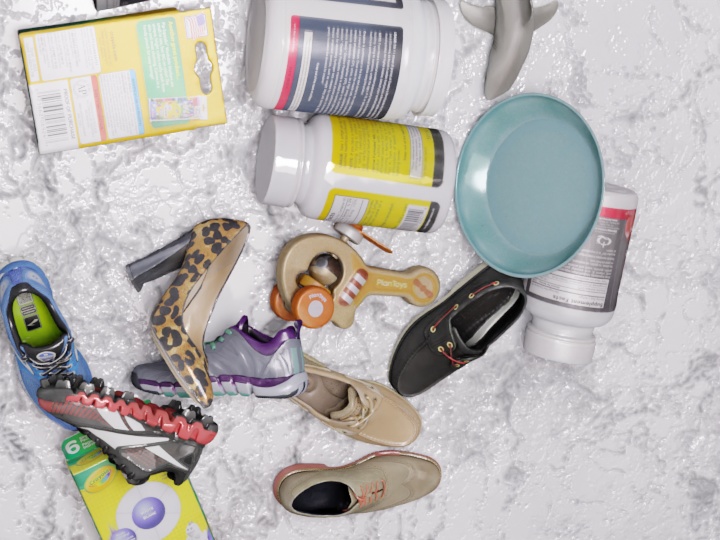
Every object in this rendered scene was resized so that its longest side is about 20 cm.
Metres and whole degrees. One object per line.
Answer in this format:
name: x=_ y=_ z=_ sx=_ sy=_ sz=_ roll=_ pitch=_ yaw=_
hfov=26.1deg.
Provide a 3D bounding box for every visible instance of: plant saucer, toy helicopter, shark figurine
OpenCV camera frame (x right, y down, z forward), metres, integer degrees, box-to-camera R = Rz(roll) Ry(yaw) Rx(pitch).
plant saucer: x=0.191 y=-0.093 z=1.703 sx=0.036 sy=0.199 sz=0.202 roll=0 pitch=106 yaw=-50
toy helicopter: x=0.000 y=0.000 z=1.732 sx=0.198 sy=0.079 sz=0.134 roll=6 pitch=93 yaw=-26
shark figurine: x=0.152 y=-0.304 z=1.678 sx=0.128 sy=0.089 sz=0.215 roll=-31 pitch=110 yaw=-6

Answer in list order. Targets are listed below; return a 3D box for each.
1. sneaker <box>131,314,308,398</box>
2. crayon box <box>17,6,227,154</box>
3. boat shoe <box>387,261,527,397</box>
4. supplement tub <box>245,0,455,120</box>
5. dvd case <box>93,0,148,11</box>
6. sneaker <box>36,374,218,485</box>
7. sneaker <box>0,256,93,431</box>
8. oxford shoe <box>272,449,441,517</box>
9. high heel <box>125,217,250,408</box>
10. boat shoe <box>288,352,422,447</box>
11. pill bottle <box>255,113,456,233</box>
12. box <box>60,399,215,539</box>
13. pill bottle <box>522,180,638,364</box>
sneaker: x=-0.153 y=0.091 z=1.690 sx=0.198 sy=0.074 sz=0.088 roll=0 pitch=95 yaw=11
crayon box: x=-0.248 y=-0.201 z=1.622 sx=0.198 sy=0.052 sz=0.127 roll=-10 pitch=105 yaw=-11
boat shoe: x=0.107 y=0.073 z=1.755 sx=0.074 sy=0.063 sz=0.201 roll=37 pitch=107 yaw=-26
supplement tub: x=-0.013 y=-0.232 z=1.624 sx=0.198 sy=0.140 sz=0.142 roll=4 pitch=102 yaw=-14
dvd case: x=-0.171 y=-0.306 z=1.564 sx=0.198 sy=0.150 sz=0.025 roll=-14 pitch=90 yaw=-10
sneaker: x=-0.251 y=0.172 z=1.631 sx=0.199 sy=0.071 sz=0.099 roll=20 pitch=90 yaw=-24
sneaker: x=-0.337 y=0.089 z=1.648 sx=0.078 sy=0.089 sz=0.201 roll=-23 pitch=114 yaw=-7
oxford shoe: x=0.003 y=0.255 z=1.780 sx=0.198 sy=0.075 sz=0.071 roll=-8 pitch=104 yaw=-12
high heel: x=-0.154 y=0.038 z=1.643 sx=0.142 sy=0.201 sz=0.072 roll=-27 pitch=152 yaw=-2
boat shoe: x=-0.015 y=0.154 z=1.757 sx=0.199 sy=0.065 sz=0.072 roll=24 pitch=97 yaw=-18
pill bottle: x=-0.006 y=-0.107 z=1.671 sx=0.198 sy=0.114 sz=0.115 roll=7 pitch=102 yaw=-15
box: x=-0.244 y=0.252 z=1.720 sx=0.117 sy=0.048 sz=0.201 roll=-26 pitch=112 yaw=-14
pill bottle: x=0.242 y=-0.001 z=1.758 sx=0.110 sy=0.111 sz=0.202 roll=8 pitch=102 yaw=-15
